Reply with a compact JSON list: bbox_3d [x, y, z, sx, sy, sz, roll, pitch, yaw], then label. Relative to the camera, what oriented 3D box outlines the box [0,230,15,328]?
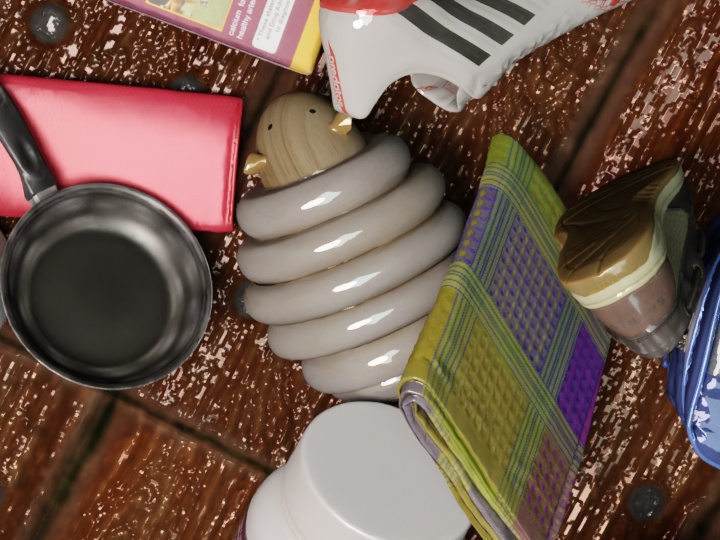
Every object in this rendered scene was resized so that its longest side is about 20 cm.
[{"bbox_3d":[-0.282,-0.037,1.272,0.124,0.098,0.201,-26,106,12],"label":"box"}]

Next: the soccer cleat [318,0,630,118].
[{"bbox_3d":[0.064,-0.127,1.260,0.199,0.068,0.086,-12,112,-34],"label":"soccer cleat"}]

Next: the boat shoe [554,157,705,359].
[{"bbox_3d":[0.140,-0.005,1.244,0.073,0.200,0.065,-26,100,19],"label":"boat shoe"}]

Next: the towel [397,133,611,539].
[{"bbox_3d":[0.078,0.041,1.250,0.023,0.201,0.144,-12,129,32],"label":"towel"}]

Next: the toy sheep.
[{"bbox_3d":[0.000,0.000,1.277,0.137,0.138,0.201,-26,99,4],"label":"toy sheep"}]

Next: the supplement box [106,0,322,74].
[{"bbox_3d":[-0.099,-0.190,1.267,0.199,0.086,0.111,20,100,-4],"label":"supplement box"}]

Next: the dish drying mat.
[{"bbox_3d":[-0.165,-0.066,1.324,0.198,0.018,0.077,5,101,0],"label":"dish drying mat"}]

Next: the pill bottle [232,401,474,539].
[{"bbox_3d":[-0.018,0.170,1.277,0.113,0.115,0.201,23,130,-4],"label":"pill bottle"}]

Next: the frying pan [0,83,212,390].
[{"bbox_3d":[-0.165,-0.013,1.289,0.190,0.031,0.115,37,63,-2],"label":"frying pan"}]

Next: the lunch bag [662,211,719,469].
[{"bbox_3d":[0.253,0.046,1.285,0.198,0.132,0.137,12,100,-3],"label":"lunch bag"}]
